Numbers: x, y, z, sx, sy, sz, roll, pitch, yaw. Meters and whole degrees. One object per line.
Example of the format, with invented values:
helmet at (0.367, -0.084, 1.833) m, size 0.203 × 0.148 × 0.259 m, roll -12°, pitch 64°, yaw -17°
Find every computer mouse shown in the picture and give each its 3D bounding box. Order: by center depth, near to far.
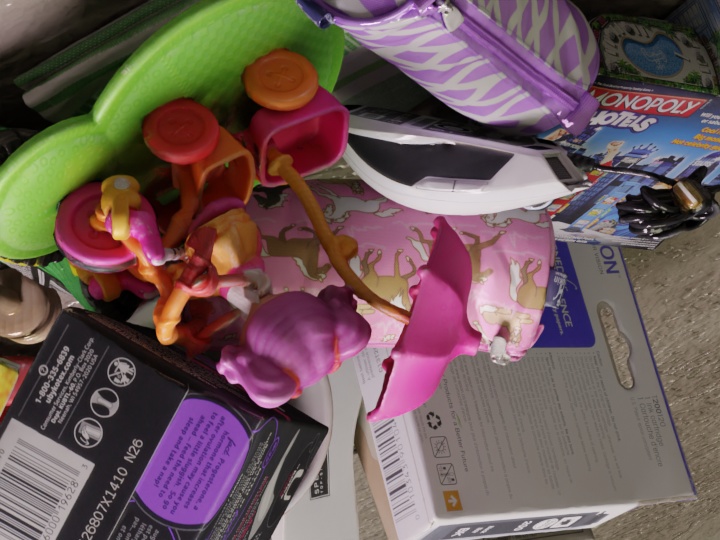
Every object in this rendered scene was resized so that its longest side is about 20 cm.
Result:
computer mouse at (0.075, -0.044, 1.224) m, size 0.200 × 0.044 × 0.110 m, roll 12°, pitch -169°, yaw 12°

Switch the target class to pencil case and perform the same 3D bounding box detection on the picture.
pencil case at (0.045, -0.122, 1.147) m, size 0.084 × 0.085 × 0.200 m, roll -58°, pitch 153°, yaw 5°
pencil case at (0.000, 0.000, 1.262) m, size 0.200 × 0.087 × 0.083 m, roll 2°, pitch 126°, yaw -12°

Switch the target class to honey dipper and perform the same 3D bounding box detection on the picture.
honey dipper at (-0.187, 0.009, 1.253) m, size 0.038 × 0.038 × 0.200 m, roll -20°, pitch 172°, yaw 1°

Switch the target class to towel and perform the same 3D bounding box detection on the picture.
towel at (-0.057, -0.091, 1.216) m, size 0.152 × 0.023 × 0.200 m, roll -28°, pitch 155°, yaw 18°

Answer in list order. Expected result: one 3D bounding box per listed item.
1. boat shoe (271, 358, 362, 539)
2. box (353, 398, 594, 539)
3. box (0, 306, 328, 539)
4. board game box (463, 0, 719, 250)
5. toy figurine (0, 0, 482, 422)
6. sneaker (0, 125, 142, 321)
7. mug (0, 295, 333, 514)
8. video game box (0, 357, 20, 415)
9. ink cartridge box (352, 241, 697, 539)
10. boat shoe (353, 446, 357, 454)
boat shoe at (-0.040, 0.091, 1.472) m, size 0.071 × 0.200 × 0.064 m, roll -2°, pitch -171°, yaw -32°
box at (0.052, 0.092, 1.481) m, size 0.095 × 0.200 × 0.078 m, roll -2°, pitch 151°, yaw -34°
box at (-0.100, 0.098, 1.172) m, size 0.122 × 0.106 × 0.200 m, roll -61°, pitch 170°, yaw -1°
board game box at (0.151, -0.091, 1.332) m, size 0.200 × 0.062 × 0.200 m, roll 5°, pitch 146°, yaw -44°
toy figurine at (-0.038, -0.005, 1.098) m, size 0.200 × 0.184 × 0.150 m, roll -28°, pitch 150°, yaw -25°
sneaker at (-0.156, -0.033, 1.213) m, size 0.078 × 0.085 × 0.200 m, roll -66°, pitch 151°, yaw -7°
mug at (-0.122, 0.074, 1.390) m, size 0.134 × 0.177 × 0.200 m, roll -54°, pitch -172°, yaw -17°
video game box at (-0.273, 0.100, 1.163) m, size 0.047 × 0.200 × 0.182 m, roll 16°, pitch 168°, yaw 47°
ink cartridge box at (0.085, 0.052, 1.425) m, size 0.200 × 0.198 × 0.043 m, roll 0°, pitch 157°, yaw -36°
boat shoe at (-0.004, 0.088, 1.595) m, size 0.201 × 0.072 × 0.066 m, roll -18°, pitch 152°, yaw -14°
